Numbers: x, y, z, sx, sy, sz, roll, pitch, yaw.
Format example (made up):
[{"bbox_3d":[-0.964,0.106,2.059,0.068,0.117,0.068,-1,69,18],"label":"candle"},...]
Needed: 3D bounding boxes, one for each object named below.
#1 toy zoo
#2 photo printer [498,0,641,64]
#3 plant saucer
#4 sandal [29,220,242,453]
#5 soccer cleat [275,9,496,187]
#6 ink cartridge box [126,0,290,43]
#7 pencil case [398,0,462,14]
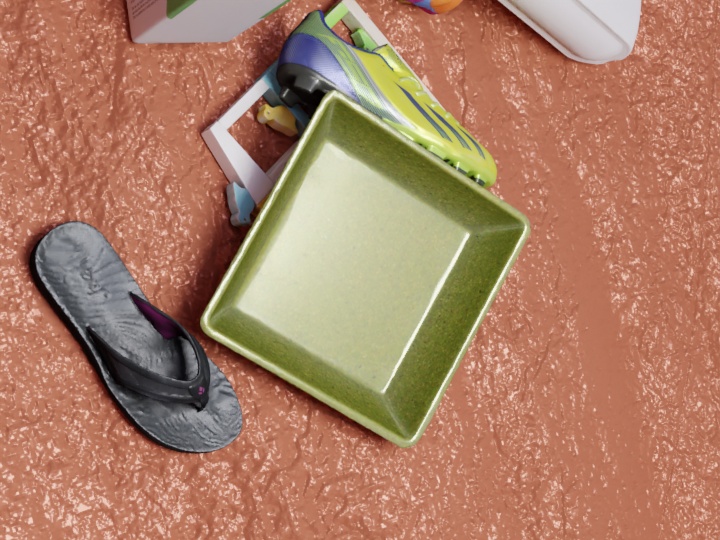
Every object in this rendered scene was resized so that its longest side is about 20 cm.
[{"bbox_3d":[-0.032,-0.101,1.354,0.131,0.020,0.200,48,63,-13],"label":"toy zoo"},{"bbox_3d":[0.167,-0.266,1.425,0.200,0.069,0.167,27,61,-54],"label":"photo printer"},{"bbox_3d":[0.000,0.000,1.317,0.200,0.048,0.200,32,83,-23],"label":"plant saucer"},{"bbox_3d":[-0.156,0.052,1.244,0.201,0.048,0.075,50,63,-12],"label":"sandal"},{"bbox_3d":[0.029,-0.128,1.343,0.200,0.065,0.084,29,67,-21],"label":"soccer cleat"},{"bbox_3d":[-0.115,-0.278,1.267,0.084,0.145,0.201,-6,84,-30],"label":"ink cartridge box"},{"bbox_3d":[-0.002,-0.262,1.351,0.200,0.088,0.089,17,73,-35],"label":"pencil case"}]
